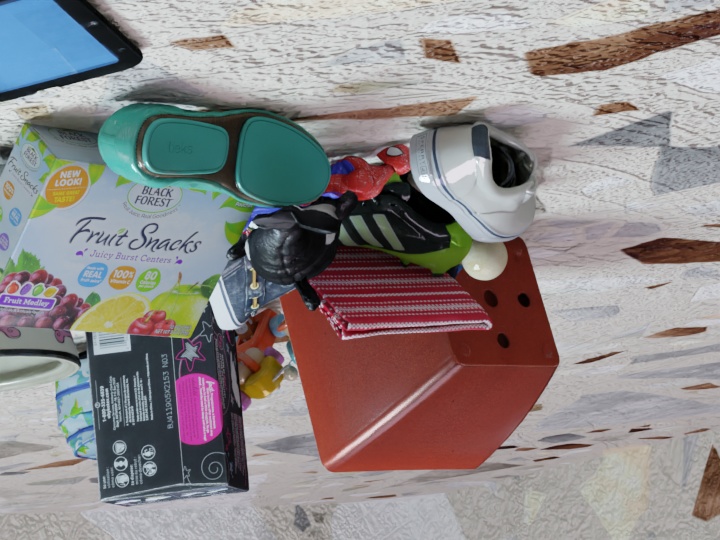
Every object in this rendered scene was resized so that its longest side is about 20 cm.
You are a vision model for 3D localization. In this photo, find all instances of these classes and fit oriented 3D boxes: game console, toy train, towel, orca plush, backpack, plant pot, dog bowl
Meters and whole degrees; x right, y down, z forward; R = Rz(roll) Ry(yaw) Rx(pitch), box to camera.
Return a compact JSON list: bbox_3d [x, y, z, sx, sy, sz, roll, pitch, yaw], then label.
[{"bbox_3d":[-0.236,-0.090,1.343,0.116,0.177,0.200,20,174,15],"label":"game console"},{"bbox_3d":[-0.079,0.059,2.242,0.199,0.151,0.056,-26,118,41],"label":"toy train"},{"bbox_3d":[0.000,0.000,1.831,0.144,0.023,0.200,-2,-150,-32],"label":"towel"},{"bbox_3d":[-0.034,-0.010,1.642,0.105,0.071,0.200,-24,177,-14],"label":"orca plush"},{"bbox_3d":[-0.231,0.130,2.400,0.199,0.155,0.163,4,178,16],"label":"backpack"},{"bbox_3d":[0.068,0.061,2.098,0.199,0.201,0.176,3,152,-40],"label":"plant pot"},{"bbox_3d":[-0.365,0.065,2.118,0.199,0.074,0.200,-6,168,-1],"label":"dog bowl"}]

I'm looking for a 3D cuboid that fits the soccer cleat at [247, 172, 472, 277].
[{"bbox_3d":[-0.003,-0.051,1.805,0.199,0.068,0.081,9,126,-12],"label":"soccer cleat"}]

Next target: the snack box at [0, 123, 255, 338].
[{"bbox_3d":[-0.181,-0.026,1.637,0.199,0.053,0.143,5,119,-46],"label":"snack box"}]

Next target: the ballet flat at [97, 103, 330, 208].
[{"bbox_3d":[-0.107,-0.086,1.586,0.070,0.068,0.199,16,-174,40],"label":"ballet flat"}]

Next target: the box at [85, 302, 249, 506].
[{"bbox_3d":[-0.187,0.119,2.161,0.131,0.201,0.115,-8,170,8],"label":"box"}]

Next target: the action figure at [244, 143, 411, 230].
[{"bbox_3d":[-0.054,-0.062,1.740,0.199,0.052,0.065,-13,173,6],"label":"action figure"}]

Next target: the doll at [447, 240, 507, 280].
[{"bbox_3d":[0.045,-0.011,1.943,0.199,0.049,0.136,-5,-155,43],"label":"doll"}]

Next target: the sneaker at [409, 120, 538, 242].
[{"bbox_3d":[0.107,-0.066,1.744,0.070,0.074,0.200,-8,169,23],"label":"sneaker"}]

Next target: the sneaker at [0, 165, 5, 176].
[{"bbox_3d":[-0.238,-0.031,1.698,0.071,0.073,0.200,34,178,38],"label":"sneaker"}]

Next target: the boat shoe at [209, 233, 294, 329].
[{"bbox_3d":[-0.088,0.006,1.988,0.090,0.071,0.200,-6,168,3],"label":"boat shoe"}]
